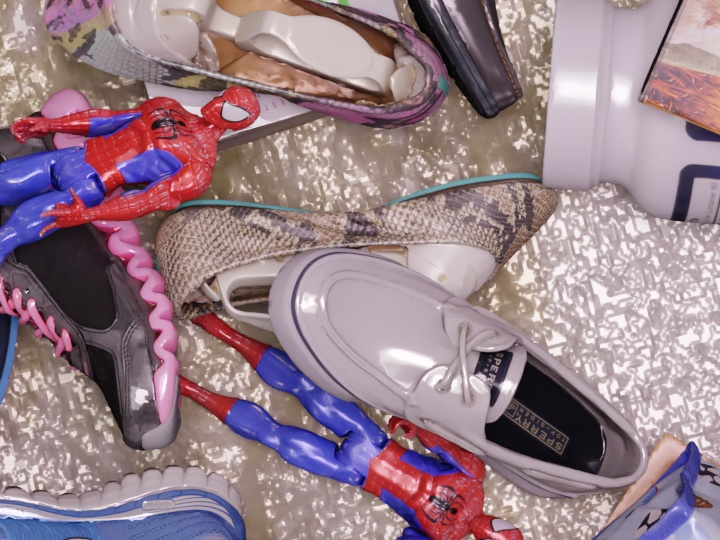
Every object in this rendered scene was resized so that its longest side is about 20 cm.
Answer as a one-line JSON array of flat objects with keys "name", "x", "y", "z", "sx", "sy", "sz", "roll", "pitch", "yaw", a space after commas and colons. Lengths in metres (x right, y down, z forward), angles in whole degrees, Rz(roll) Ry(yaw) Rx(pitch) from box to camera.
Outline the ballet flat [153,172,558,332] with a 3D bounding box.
[{"name": "ballet flat", "x": 0.000, "y": 0.000, "z": 1.183, "sx": 0.200, "sy": 0.068, "sz": 0.075, "roll": -4, "pitch": 60, "yaw": -2}]

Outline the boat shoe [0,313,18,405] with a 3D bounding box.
[{"name": "boat shoe", "x": -0.234, "y": 0.086, "z": 1.186, "sx": 0.084, "sy": 0.069, "sz": 0.200, "roll": 21, "pitch": 86, "yaw": 46}]

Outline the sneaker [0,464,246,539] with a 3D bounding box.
[{"name": "sneaker", "x": -0.152, "y": 0.154, "z": 1.167, "sx": 0.200, "sy": 0.079, "sz": 0.089, "roll": -11, "pitch": 50, "yaw": -2}]

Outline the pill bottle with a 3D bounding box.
[{"name": "pill bottle", "x": 0.189, "y": -0.078, "z": 1.159, "sx": 0.200, "sy": 0.116, "sz": 0.116, "roll": 5, "pitch": 88, "yaw": 3}]

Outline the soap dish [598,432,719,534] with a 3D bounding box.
[{"name": "soap dish", "x": 0.158, "y": 0.203, "z": 1.167, "sx": 0.157, "sy": 0.081, "sz": 0.200, "roll": 33, "pitch": 90, "yaw": 4}]

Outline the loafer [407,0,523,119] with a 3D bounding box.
[{"name": "loafer", "x": 0.047, "y": -0.175, "z": 1.195, "sx": 0.072, "sy": 0.073, "sz": 0.200, "roll": -20, "pitch": 88, "yaw": -2}]

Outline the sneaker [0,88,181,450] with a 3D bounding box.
[{"name": "sneaker", "x": -0.147, "y": 0.007, "z": 1.166, "sx": 0.095, "sy": 0.079, "sz": 0.200, "roll": -16, "pitch": 59, "yaw": -15}]

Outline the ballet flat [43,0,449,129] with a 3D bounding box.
[{"name": "ballet flat", "x": -0.053, "y": -0.114, "z": 1.153, "sx": 0.200, "sy": 0.071, "sz": 0.069, "roll": 15, "pitch": 84, "yaw": 0}]

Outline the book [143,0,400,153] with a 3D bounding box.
[{"name": "book", "x": -0.063, "y": -0.168, "z": 1.217, "sx": 0.133, "sy": 0.048, "sz": 0.200, "roll": -18, "pitch": 85, "yaw": -2}]

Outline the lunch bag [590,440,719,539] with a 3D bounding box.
[{"name": "lunch bag", "x": 0.132, "y": 0.205, "z": 1.064, "sx": 0.170, "sy": 0.124, "sz": 0.200, "roll": 43, "pitch": 105, "yaw": 2}]

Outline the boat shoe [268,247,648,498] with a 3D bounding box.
[{"name": "boat shoe", "x": 0.050, "y": 0.050, "z": 1.126, "sx": 0.200, "sy": 0.066, "sz": 0.072, "roll": 37, "pitch": 70, "yaw": -24}]

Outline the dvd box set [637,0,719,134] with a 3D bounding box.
[{"name": "dvd box set", "x": 0.242, "y": -0.103, "z": 1.076, "sx": 0.200, "sy": 0.029, "sz": 0.146, "roll": 24, "pitch": 102, "yaw": 0}]

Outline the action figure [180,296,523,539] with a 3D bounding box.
[{"name": "action figure", "x": -0.008, "y": 0.087, "z": 1.176, "sx": 0.200, "sy": 0.099, "sz": 0.065, "roll": 30, "pitch": 91, "yaw": 2}]

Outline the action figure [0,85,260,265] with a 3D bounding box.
[{"name": "action figure", "x": -0.139, "y": -0.040, "z": 1.131, "sx": 0.200, "sy": 0.052, "sz": 0.065, "roll": -23, "pitch": 56, "yaw": -8}]
